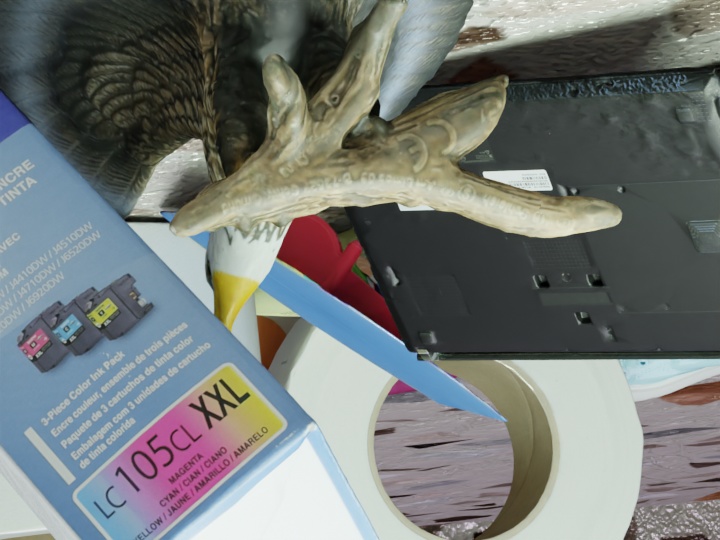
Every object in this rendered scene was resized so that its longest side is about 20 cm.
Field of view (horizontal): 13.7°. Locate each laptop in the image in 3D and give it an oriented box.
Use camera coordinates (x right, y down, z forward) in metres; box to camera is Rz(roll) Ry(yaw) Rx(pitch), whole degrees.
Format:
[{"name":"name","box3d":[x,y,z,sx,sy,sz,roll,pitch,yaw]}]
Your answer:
[{"name":"laptop","box3d":[0.103,-0.018,1.168,0.177,0.200,0.103,-2,-143,32]}]

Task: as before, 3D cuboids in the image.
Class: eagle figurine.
[{"name":"eagle figurine","box3d":[-0.031,-0.054,0.914,0.152,0.151,0.200,41,-174,-22]}]

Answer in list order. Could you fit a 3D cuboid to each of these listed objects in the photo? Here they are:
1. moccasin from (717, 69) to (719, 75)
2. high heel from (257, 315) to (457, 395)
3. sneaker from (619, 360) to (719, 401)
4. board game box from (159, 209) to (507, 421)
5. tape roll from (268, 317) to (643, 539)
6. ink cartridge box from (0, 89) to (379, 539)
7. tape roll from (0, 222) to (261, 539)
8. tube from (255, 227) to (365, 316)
[{"name":"moccasin","box3d":[0.229,-0.046,1.183,0.201,0.078,0.074,-4,171,-16]},{"name":"high heel","box3d":[-0.028,0.051,1.680,0.200,0.067,0.096,-17,164,-19]},{"name":"sneaker","box3d":[0.189,0.019,1.648,0.199,0.074,0.082,-11,156,5]},{"name":"board game box","box3d":[-0.005,0.003,1.303,0.158,0.039,0.200,34,174,-9]},{"name":"tape roll","box3d":[0.044,0.096,1.579,0.202,0.203,0.071,-3,171,-16]},{"name":"ink cartridge box","box3d":[-0.084,0.034,0.916,0.076,0.200,0.137,-40,150,-10]},{"name":"tape roll","box3d":[-0.145,0.062,1.427,0.202,0.140,0.203,-5,170,-1]},{"name":"tube","box3d":[0.000,0.000,1.442,0.058,0.052,0.200,37,157,-18]}]
